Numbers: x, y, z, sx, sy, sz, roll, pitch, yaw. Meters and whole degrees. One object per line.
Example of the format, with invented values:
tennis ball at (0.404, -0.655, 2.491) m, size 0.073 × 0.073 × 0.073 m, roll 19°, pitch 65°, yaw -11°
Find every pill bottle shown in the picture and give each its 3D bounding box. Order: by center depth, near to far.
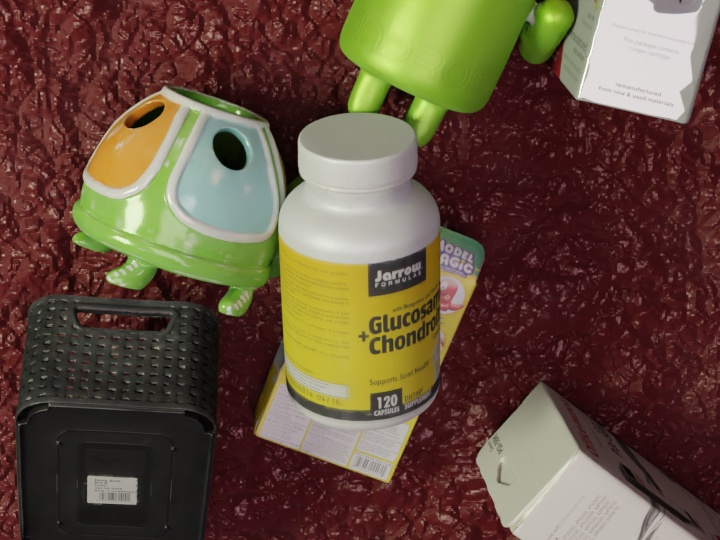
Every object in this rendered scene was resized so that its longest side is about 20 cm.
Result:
pill bottle at (0.000, 0.000, 1.225) m, size 0.111 × 0.112 × 0.202 m, roll -4°, pitch 118°, yaw -4°

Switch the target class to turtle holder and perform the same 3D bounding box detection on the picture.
turtle holder at (-0.103, -0.049, 1.247) m, size 0.184 × 0.141 × 0.133 m, roll 18°, pitch 99°, yaw -8°

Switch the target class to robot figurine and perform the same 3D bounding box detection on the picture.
robot figurine at (0.059, -0.190, 1.229) m, size 0.174 × 0.116 × 0.201 m, roll 24°, pitch 104°, yaw 0°

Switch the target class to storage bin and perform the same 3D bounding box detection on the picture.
storage bin at (-0.173, 0.117, 1.269) m, size 0.134 × 0.094 × 0.201 m, roll 3°, pitch 140°, yaw -7°

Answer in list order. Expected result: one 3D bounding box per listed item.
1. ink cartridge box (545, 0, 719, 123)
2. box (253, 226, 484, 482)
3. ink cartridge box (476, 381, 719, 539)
ink cartridge box at (0.198, -0.219, 1.218) m, size 0.082 × 0.146 × 0.202 m, roll 11°, pitch 106°, yaw -7°
box at (0.006, 0.048, 1.338) m, size 0.116 × 0.048 × 0.201 m, roll 21°, pitch 107°, yaw -11°
ink cartridge box at (0.198, 0.192, 1.348) m, size 0.199 × 0.147 × 0.083 m, roll 37°, pitch 100°, yaw -16°
